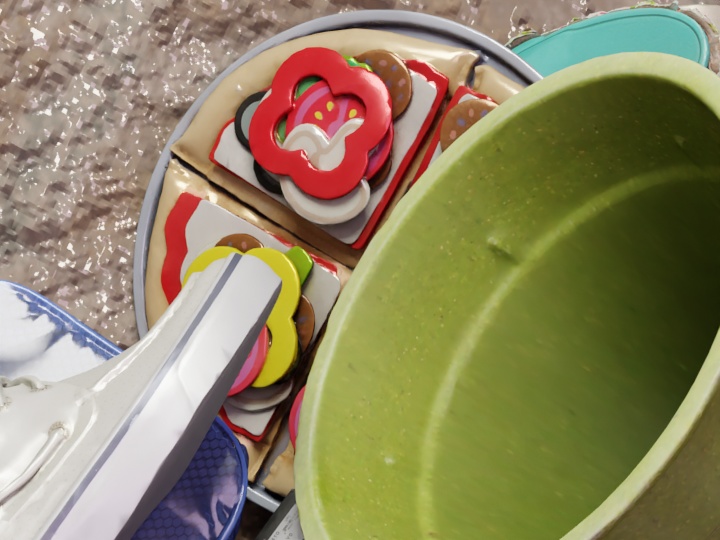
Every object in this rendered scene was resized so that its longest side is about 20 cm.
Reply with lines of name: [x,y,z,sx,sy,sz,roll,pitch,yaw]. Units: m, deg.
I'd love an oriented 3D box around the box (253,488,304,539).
box: [-0.044,0.197,0.810,0.043,0.161,0.200,25,65,27]

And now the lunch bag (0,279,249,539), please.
lunch bag: [-0.130,0.109,0.801,0.136,0.132,0.200,35,66,7]

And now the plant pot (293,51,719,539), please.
plant pot: [0.112,0.063,0.764,0.190,0.199,0.201,35,67,-31]

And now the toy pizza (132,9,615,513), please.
toy pizza: [0.000,0.000,0.863,0.199,0.032,0.202,-1,86,20]

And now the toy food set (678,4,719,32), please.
toy food set: [0.190,-0.022,0.948,0.199,0.060,0.145,7,77,-31]

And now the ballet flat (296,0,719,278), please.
ballet flat: [0.058,-0.043,0.899,0.064,0.199,0.076,32,37,-58]

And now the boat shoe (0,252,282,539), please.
boat shoe: [-0.102,0.064,0.717,0.070,0.071,0.200,35,73,4]
